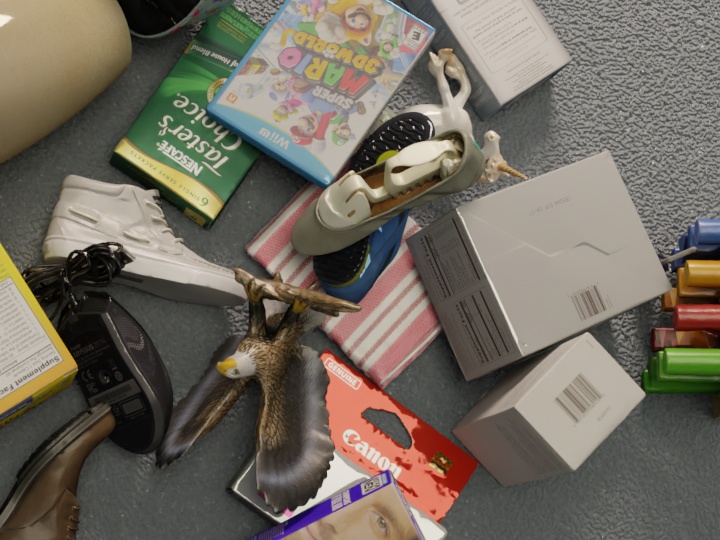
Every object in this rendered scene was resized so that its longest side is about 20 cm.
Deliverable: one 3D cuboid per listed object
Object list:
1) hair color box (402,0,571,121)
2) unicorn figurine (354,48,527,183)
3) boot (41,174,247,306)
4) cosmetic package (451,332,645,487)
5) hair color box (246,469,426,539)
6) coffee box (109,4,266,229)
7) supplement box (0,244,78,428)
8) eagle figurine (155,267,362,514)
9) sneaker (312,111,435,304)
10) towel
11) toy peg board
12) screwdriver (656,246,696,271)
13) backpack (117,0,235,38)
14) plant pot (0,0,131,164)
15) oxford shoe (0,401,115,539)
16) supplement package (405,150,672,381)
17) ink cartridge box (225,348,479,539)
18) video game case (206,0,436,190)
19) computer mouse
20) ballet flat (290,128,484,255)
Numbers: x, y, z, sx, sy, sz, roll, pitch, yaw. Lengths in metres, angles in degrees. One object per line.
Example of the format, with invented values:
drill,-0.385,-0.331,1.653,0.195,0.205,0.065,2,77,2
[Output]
hair color box,0.118,-0.268,1.669,0.099,0.061,0.200,-33,89,-19
unicorn figurine,0.070,-0.152,1.619,0.199,0.074,0.138,-4,91,14
boot,-0.196,-0.032,1.532,0.199,0.074,0.096,15,71,-16
cosmetic package,0.173,0.135,1.526,0.108,0.200,0.085,-44,90,-16
hair color box,-0.036,0.279,1.477,0.199,0.065,0.110,-27,95,-1
coffee box,-0.142,-0.154,1.585,0.123,0.044,0.200,36,72,-5
supplement box,-0.356,0.042,1.455,0.109,0.110,0.200,-32,87,-18
eagle figurine,-0.097,0.103,1.491,0.150,0.152,0.201,8,100,-30
sneaker,0.018,-0.059,1.570,0.066,0.078,0.201,20,76,25
towel,0.000,0.000,1.602,0.200,0.030,0.146,45,73,0
toy peg board,0.338,0.037,1.600,0.097,0.200,0.200,1,78,0
screwdriver,0.300,-0.008,1.591,0.029,0.200,0.028,-26,87,-1
backpack,-0.190,-0.331,1.540,0.150,0.177,0.201,-25,86,-48
plant pot,-0.320,-0.199,1.492,0.199,0.187,0.188,-25,86,-32
oxford shoe,-0.280,0.209,1.464,0.084,0.073,0.200,38,84,-7
supplement package,0.175,-0.005,1.582,0.199,0.111,0.156,-21,84,-30
ink cartridge box,0.000,0.199,1.551,0.200,0.044,0.174,37,74,-5
video game case,-0.037,-0.194,1.573,0.143,0.018,0.200,32,73,6
computer mouse,-0.225,0.071,1.490,0.053,0.138,0.201,-32,101,-53
ballet flat,0.018,-0.079,1.500,0.199,0.064,0.068,-24,60,6
